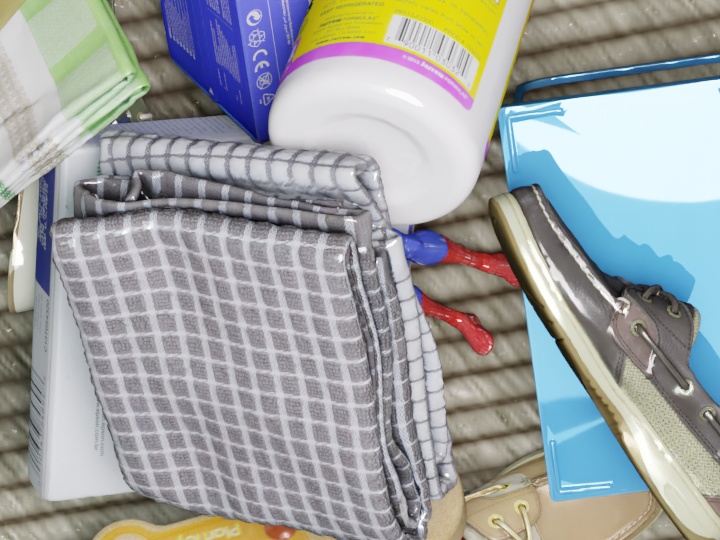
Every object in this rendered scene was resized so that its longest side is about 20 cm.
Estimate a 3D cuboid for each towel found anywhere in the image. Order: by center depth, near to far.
[{"bbox_3d":[-0.051,0.037,1.265,0.165,0.086,0.201,8,130,29],"label":"towel"},{"bbox_3d":[-0.211,-0.093,1.314,0.200,0.031,0.150,-37,70,19],"label":"towel"}]

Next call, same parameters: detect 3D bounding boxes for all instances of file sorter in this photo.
[{"bbox_3d":[0.153,-0.004,1.346,0.138,0.123,0.201,-7,103,6],"label":"file sorter"}]

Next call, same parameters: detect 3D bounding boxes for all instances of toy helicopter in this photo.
[{"bbox_3d":[-0.042,0.142,1.365,0.199,0.079,0.133,-14,60,-2],"label":"toy helicopter"}]

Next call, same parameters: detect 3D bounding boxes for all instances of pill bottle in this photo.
[{"bbox_3d":[0.029,-0.126,1.288,0.104,0.200,0.104,12,142,10],"label":"pill bottle"}]

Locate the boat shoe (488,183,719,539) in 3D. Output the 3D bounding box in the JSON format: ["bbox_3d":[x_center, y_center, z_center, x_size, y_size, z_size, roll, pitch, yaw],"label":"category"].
[{"bbox_3d":[0.133,0.037,1.263,0.066,0.072,0.201,-32,100,2],"label":"boat shoe"}]

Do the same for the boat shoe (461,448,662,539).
[{"bbox_3d":[0.072,0.151,1.418,0.199,0.066,0.074,-25,100,10],"label":"boat shoe"}]

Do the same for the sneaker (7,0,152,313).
[{"bbox_3d":[-0.130,-0.069,1.390,0.089,0.067,0.201,8,104,-5],"label":"sneaker"}]

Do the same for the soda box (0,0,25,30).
[{"bbox_3d":[-0.195,-0.157,1.269,0.200,0.064,0.068,-49,67,12],"label":"soda box"}]

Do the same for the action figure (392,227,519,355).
[{"bbox_3d":[0.000,0.000,1.332,0.199,0.099,0.065,18,103,-27],"label":"action figure"}]

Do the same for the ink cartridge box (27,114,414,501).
[{"bbox_3d":[-0.072,0.016,1.383,0.199,0.043,0.197,-5,114,-25],"label":"ink cartridge box"}]

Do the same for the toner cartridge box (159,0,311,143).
[{"bbox_3d":[-0.068,-0.169,1.297,0.043,0.095,0.201,-25,134,-20],"label":"toner cartridge box"}]
